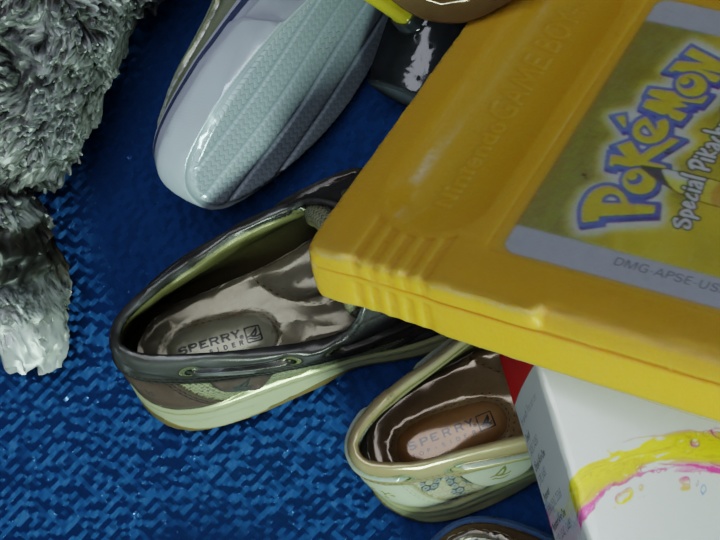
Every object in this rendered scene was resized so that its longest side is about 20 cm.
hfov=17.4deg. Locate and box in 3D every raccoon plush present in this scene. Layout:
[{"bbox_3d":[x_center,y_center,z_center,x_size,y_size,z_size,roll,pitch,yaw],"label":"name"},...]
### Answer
[{"bbox_3d":[-0.100,-0.073,0.920,0.134,0.097,0.200,-15,106,-5],"label":"raccoon plush"}]

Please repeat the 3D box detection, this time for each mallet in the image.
[{"bbox_3d":[-0.015,-0.103,0.837,0.041,0.200,0.066,21,95,37],"label":"mallet"}]

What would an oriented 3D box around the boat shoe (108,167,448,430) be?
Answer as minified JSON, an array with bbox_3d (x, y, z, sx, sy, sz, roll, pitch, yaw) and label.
[{"bbox_3d":[0.000,0.000,0.874,0.200,0.065,0.073,-29,73,4],"label":"boat shoe"}]

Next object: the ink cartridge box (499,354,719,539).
[{"bbox_3d":[0.119,0.059,0.774,0.116,0.067,0.200,-15,76,-6],"label":"ink cartridge box"}]

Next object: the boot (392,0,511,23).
[{"bbox_3d":[0.050,-0.192,0.845,0.073,0.155,0.200,25,99,-27],"label":"boot"}]

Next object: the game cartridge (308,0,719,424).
[{"bbox_3d":[0.110,-0.033,0.762,0.200,0.032,0.176,18,52,22],"label":"game cartridge"}]

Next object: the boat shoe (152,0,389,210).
[{"bbox_3d":[-0.022,-0.114,0.909,0.062,0.072,0.200,28,77,31],"label":"boat shoe"}]

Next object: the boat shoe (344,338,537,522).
[{"bbox_3d":[0.088,0.030,0.851,0.200,0.063,0.073,-32,74,3],"label":"boat shoe"}]

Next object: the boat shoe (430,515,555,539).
[{"bbox_3d":[0.094,0.159,0.819,0.200,0.072,0.072,42,89,16],"label":"boat shoe"}]
